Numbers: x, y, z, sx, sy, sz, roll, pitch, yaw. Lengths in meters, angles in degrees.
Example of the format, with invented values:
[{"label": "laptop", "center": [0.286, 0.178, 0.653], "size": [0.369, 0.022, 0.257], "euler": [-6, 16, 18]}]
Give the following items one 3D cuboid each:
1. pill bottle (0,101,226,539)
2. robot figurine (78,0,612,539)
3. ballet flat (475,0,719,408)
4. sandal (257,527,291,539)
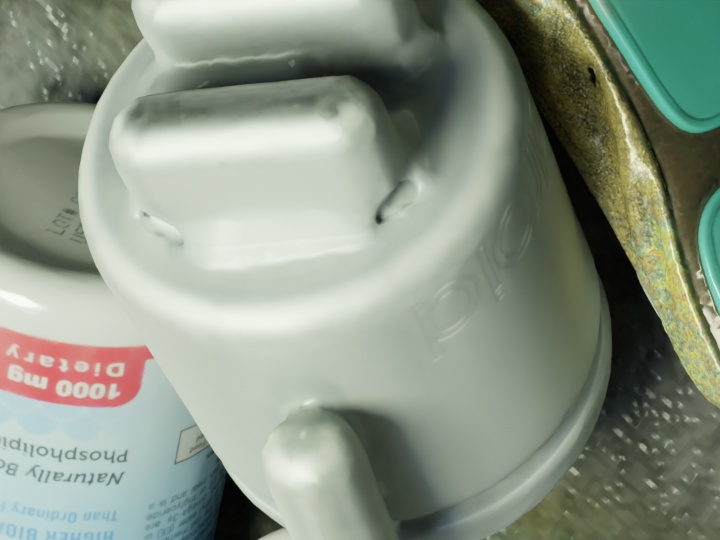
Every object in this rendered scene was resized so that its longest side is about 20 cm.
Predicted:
[{"label": "pill bottle", "center": [-0.094, 0.059, 0.848], "size": [0.108, 0.109, 0.201], "euler": [28, 125, 23]}, {"label": "robot figurine", "center": [0.000, 0.000, 0.714], "size": [0.112, 0.171, 0.200], "euler": [-1, 149, 18]}, {"label": "ballet flat", "center": [0.084, -0.026, 0.713], "size": [0.071, 0.071, 0.201], "euler": [-25, 96, 41]}, {"label": "sandal", "center": [-0.048, 0.162, 0.859], "size": [0.059, 0.079, 0.207], "euler": [51, 128, 28]}]
